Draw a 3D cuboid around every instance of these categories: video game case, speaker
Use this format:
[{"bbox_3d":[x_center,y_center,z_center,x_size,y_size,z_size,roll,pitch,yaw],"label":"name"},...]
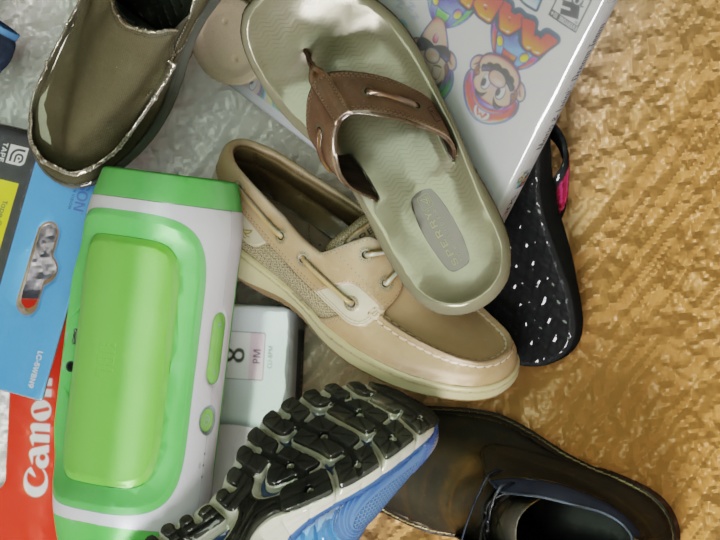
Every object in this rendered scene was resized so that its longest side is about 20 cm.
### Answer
[{"bbox_3d":[0.022,-0.131,1.529,0.200,0.024,0.182,37,122,18],"label":"video game case"},{"bbox_3d":[-0.112,0.049,1.527,0.088,0.088,0.201,7,91,11],"label":"speaker"}]

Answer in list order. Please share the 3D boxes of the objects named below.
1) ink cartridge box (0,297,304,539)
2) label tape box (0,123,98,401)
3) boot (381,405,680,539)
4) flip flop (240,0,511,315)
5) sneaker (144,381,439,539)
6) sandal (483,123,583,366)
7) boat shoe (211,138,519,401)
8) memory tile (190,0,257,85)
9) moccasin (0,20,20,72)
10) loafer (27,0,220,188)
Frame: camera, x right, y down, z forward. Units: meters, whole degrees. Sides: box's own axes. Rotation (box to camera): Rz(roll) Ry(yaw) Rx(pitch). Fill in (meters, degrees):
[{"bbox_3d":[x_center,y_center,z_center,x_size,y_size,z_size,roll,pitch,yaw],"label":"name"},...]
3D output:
[{"bbox_3d":[-0.133,0.096,1.594,0.199,0.057,0.163,2,89,6],"label":"ink cartridge box"},{"bbox_3d":[-0.241,-0.015,1.603,0.199,0.063,0.145,15,83,11],"label":"label tape box"},{"bbox_3d":[0.069,0.116,1.528,0.199,0.097,0.075,15,92,11],"label":"boot"},{"bbox_3d":[0.009,-0.066,1.492,0.081,0.058,0.200,-31,88,10],"label":"flip flop"},{"bbox_3d":[-0.038,0.138,1.509,0.200,0.089,0.079,-39,47,-14],"label":"sneaker"},{"bbox_3d":[0.082,-0.049,1.561,0.075,0.045,0.201,-5,101,32],"label":"sandal"},{"bbox_3d":[0.000,0.000,1.547,0.200,0.071,0.065,30,130,13],"label":"boat shoe"},{"bbox_3d":[-0.068,-0.196,1.537,0.153,0.017,0.201,8,109,27],"label":"memory tile"},{"bbox_3d":[-0.282,-0.142,1.622,0.200,0.080,0.068,22,84,25],"label":"moccasin"},{"bbox_3d":[-0.122,-0.132,1.517,0.075,0.070,0.200,35,107,14],"label":"loafer"}]
